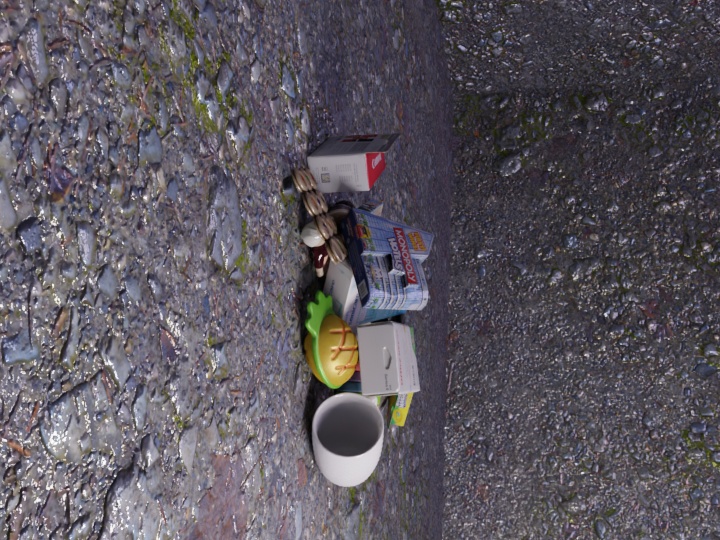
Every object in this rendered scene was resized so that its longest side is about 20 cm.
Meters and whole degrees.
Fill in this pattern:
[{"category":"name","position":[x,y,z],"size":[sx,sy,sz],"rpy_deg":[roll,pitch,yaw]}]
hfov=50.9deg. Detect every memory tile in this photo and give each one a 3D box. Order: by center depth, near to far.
[{"category":"memory tile","position":[-0.078,-0.112,1.498],"size":[0.203,0.017,0.153],"rpy_deg":[65,10,-3]}]

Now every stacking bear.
[{"category":"stacking bear","position":[-0.007,0.311,1.745],"size":[0.114,0.119,0.204],"rpy_deg":[65,28,-79]}]

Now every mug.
[{"category":"mug","position":[-0.016,0.347,1.585],"size":[0.201,0.146,0.177],"rpy_deg":[-57,160,-37]}]

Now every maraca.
[{"category":"maraca","position":[-0.064,0.141,1.529],"size":[0.137,0.105,0.203],"rpy_deg":[-55,132,-57]}]

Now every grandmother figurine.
[{"category":"grandmother figurine","position":[-0.078,-0.052,1.592],"size":[0.200,0.059,0.123],"rpy_deg":[58,25,-69]}]

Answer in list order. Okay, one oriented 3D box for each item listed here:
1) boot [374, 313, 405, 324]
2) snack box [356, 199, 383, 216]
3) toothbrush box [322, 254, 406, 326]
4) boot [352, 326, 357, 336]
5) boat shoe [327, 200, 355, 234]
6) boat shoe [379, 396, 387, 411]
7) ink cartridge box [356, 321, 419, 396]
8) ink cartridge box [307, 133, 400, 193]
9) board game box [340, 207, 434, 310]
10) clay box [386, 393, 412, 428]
[{"category":"boot","position":[0.051,0.076,1.902],"size":[0.200,0.065,0.168],"rpy_deg":[-144,-137,-72]},{"category":"snack box","position":[0.011,-0.092,1.736],"size":[0.200,0.036,0.118],"rpy_deg":[-47,150,-75]},{"category":"toothbrush box","position":[0.021,0.029,1.643],"size":[0.198,0.085,0.148],"rpy_deg":[-9,127,-39]},{"category":"boot","position":[-0.015,0.083,1.844],"size":[0.202,0.071,0.091],"rpy_deg":[77,4,-46]},{"category":"boat shoe","position":[-0.040,-0.128,1.737],"size":[0.200,0.071,0.066],"rpy_deg":[39,45,-76]},{"category":"boat shoe","position":[0.036,0.306,1.879],"size":[0.202,0.074,0.093],"rpy_deg":[-65,170,23]},{"category":"ink cartridge box","position":[0.061,0.190,1.605],"size":[0.200,0.086,0.148],"rpy_deg":[27,57,-74]},{"category":"ink cartridge box","position":[-0.005,-0.238,1.659],"size":[0.200,0.172,0.085],"rpy_deg":[-59,145,-64]},{"category":"board game box","position":[0.075,-0.022,1.559],"size":[0.062,0.197,0.203],"rpy_deg":[-46,-129,46]},{"category":"clay box","position":[0.098,0.285,1.847],"size":[0.201,0.047,0.116],"rpy_deg":[-85,-174,-58]}]
